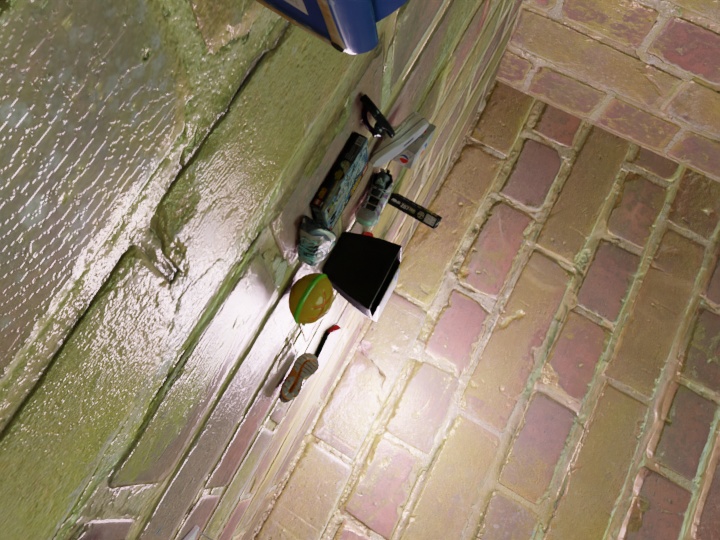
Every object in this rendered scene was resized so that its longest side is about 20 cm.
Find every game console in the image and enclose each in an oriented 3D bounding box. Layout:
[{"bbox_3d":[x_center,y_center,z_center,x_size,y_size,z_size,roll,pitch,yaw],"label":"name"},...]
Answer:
[{"bbox_3d":[-0.144,0.312,2.269,0.202,0.031,0.177,-65,167,8],"label":"game console"}]

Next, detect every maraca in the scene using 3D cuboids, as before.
[{"bbox_3d":[-0.120,0.075,1.435,0.138,0.106,0.200,-54,170,-12],"label":"maraca"}]

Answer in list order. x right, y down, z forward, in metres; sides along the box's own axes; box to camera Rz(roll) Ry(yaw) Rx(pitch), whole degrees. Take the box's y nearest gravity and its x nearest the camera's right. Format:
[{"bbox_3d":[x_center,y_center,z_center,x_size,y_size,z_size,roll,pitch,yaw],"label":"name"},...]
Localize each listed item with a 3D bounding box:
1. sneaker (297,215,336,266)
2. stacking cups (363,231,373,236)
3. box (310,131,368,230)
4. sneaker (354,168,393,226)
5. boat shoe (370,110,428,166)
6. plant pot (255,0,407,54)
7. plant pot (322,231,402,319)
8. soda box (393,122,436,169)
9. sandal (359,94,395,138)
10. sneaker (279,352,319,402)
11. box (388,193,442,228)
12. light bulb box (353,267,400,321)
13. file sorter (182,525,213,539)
[{"bbox_3d":[-0.101,-0.053,1.277,0.087,0.077,0.200,-58,171,-8],"label":"sneaker"},{"bbox_3d":[0.032,-0.077,2.034,0.061,0.060,0.200,-60,171,-15],"label":"stacking cups"},{"bbox_3d":[-0.044,-0.194,1.316,0.202,0.039,0.137,-61,170,-16],"label":"box"},{"bbox_3d":[0.045,-0.225,1.665,0.201,0.077,0.141,-68,176,-50],"label":"sneaker"},{"bbox_3d":[0.094,-0.358,1.563,0.199,0.066,0.072,-40,171,-8],"label":"boat shoe"},{"bbox_3d":[-0.030,-0.328,0.518,0.181,0.199,0.200,-57,172,1],"label":"plant pot"},{"bbox_3d":[0.000,0.000,1.695,0.201,0.176,0.200,-61,170,-10],"label":"plant pot"},{"bbox_3d":[0.179,-0.415,1.893,0.201,0.068,0.064,-56,169,-43],"label":"soda box"},{"bbox_3d":[0.027,-0.334,1.285,0.048,0.076,0.200,-38,168,11],"label":"sandal"},{"bbox_3d":[-0.204,0.345,1.878,0.200,0.078,0.077,-50,178,-44],"label":"sneaker"},{"bbox_3d":[0.208,-0.224,2.186,0.050,0.198,0.161,-62,171,10],"label":"box"},{"bbox_3d":[0.067,0.080,2.495,0.202,0.123,0.199,-60,170,-23],"label":"light bulb box"},{"bbox_3d":[-0.468,0.842,1.578,0.202,0.123,0.139,-65,171,12],"label":"file sorter"}]
